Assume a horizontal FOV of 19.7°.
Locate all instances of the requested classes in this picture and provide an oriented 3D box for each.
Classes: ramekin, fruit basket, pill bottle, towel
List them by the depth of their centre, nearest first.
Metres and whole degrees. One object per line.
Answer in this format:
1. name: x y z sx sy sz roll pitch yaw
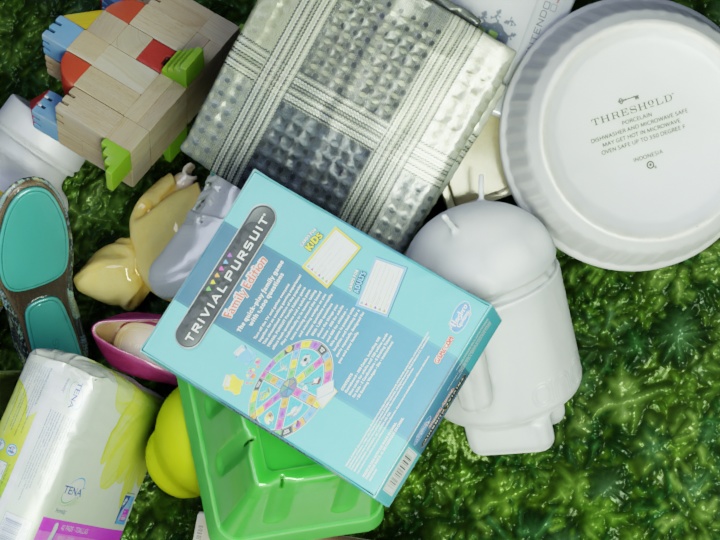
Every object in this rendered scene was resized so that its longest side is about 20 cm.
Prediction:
1. ramekin: 0.201 -0.099 1.493 0.201 0.094 0.203 0 93 -1
2. towel: -0.007 -0.126 1.530 0.192 0.035 0.200 30 102 -1
3. fruit basket: -0.077 0.112 1.547 0.155 0.216 0.217 -7 70 -16
4. pill bottle: -0.314 -0.043 1.728 0.111 0.111 0.200 37 93 26

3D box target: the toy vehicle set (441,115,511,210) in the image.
1. toy vehicle set: 0.094 -0.156 1.573 0.124 0.027 0.201 -18 95 1

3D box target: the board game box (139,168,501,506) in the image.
1. board game box: -0.027 0.045 1.420 0.200 0.047 0.151 30 83 19

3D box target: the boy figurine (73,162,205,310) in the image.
1. boy figurine: -0.138 -0.021 1.676 0.200 0.064 0.125 -31 68 14

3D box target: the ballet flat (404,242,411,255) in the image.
1. ballet flat: 0.000 0.000 1.609 0.199 0.063 0.069 -1 41 19

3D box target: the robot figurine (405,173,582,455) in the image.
1. robot figurine: 0.096 0.035 1.507 0.112 0.170 0.201 -7 114 17

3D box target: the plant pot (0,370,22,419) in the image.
1. plant pot: -0.368 0.178 1.669 0.199 0.200 0.191 -3 88 22

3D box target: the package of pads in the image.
1. package of pads: -0.220 0.146 1.591 0.068 0.200 0.155 21 85 14

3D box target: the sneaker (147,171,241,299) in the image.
1. sneaker: -0.095 -0.065 1.581 0.200 0.089 0.075 -40 25 -6

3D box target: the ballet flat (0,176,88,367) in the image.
1. ballet flat: -0.266 0.003 1.670 0.074 0.074 0.201 16 126 25

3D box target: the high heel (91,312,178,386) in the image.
1. high heel: -0.110 0.065 1.624 0.199 0.096 0.068 11 81 25

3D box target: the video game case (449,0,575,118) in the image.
1. video game case: 0.064 -0.227 1.542 0.199 0.024 0.183 21 94 -2

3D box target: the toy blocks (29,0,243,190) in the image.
1. toy blocks: -0.196 -0.165 1.683 0.136 0.100 0.200 30 62 14

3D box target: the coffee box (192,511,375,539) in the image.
1. coffee box: -0.029 0.253 1.551 0.199 0.080 0.114 5 79 24
